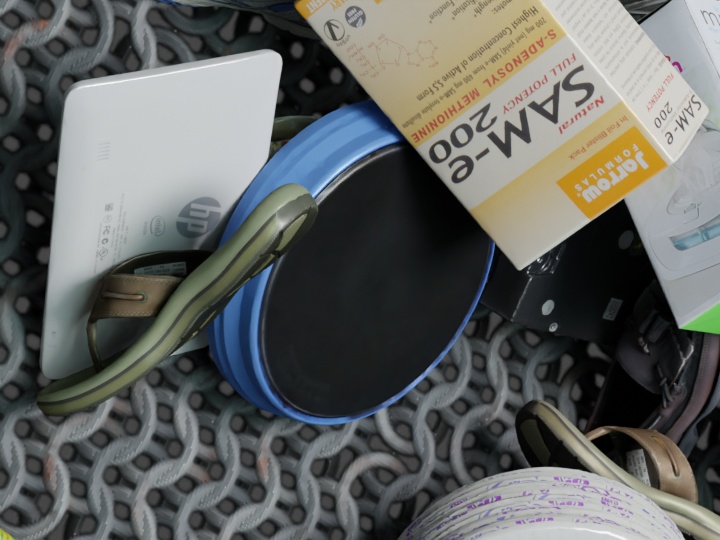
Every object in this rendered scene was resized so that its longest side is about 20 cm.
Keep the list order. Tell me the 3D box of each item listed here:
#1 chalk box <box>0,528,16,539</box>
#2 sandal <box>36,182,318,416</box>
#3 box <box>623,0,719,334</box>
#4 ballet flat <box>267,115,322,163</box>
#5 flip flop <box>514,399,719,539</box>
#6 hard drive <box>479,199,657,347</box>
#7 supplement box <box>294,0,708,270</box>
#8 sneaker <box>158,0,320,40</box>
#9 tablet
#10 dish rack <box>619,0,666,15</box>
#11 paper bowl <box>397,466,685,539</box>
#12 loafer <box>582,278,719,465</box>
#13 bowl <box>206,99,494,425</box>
[{"bbox_3d":[-0.280,0.198,1.363,0.124,0.125,0.200,42,67,-25],"label":"chalk box"},{"bbox_3d":[-0.105,0.010,1.451,0.057,0.201,0.080,48,22,1],"label":"sandal"},{"bbox_3d":[0.244,-0.056,1.565,0.200,0.097,0.177,7,54,-49],"label":"box"},{"bbox_3d":[-0.064,-0.056,1.548,0.200,0.076,0.064,-9,62,-33],"label":"ballet flat"},{"bbox_3d":[0.183,0.133,1.633,0.200,0.081,0.058,29,72,-6],"label":"flip flop"},{"bbox_3d":[0.172,-0.021,1.654,0.200,0.038,0.140,13,105,-46],"label":"hard drive"},{"bbox_3d":[0.078,-0.118,1.473,0.200,0.126,0.074,49,35,-6],"label":"supplement box"},{"bbox_3d":[-0.035,-0.178,1.550,0.200,0.085,0.077,-1,89,-33],"label":"sneaker"},{"bbox_3d":[-0.111,-0.029,1.469,0.130,0.014,0.200,-12,133,-27],"label":"tablet"},{"bbox_3d":[0.161,-0.223,1.607,0.054,0.200,0.154,-9,96,7],"label":"dish rack"},{"bbox_3d":[0.107,0.207,1.589,0.200,0.104,0.201,-1,119,-1],"label":"paper bowl"},{"bbox_3d":[0.181,0.066,1.637,0.063,0.200,0.072,-10,54,-15],"label":"loafer"},{"bbox_3d":[0.000,0.000,1.542,0.201,0.039,0.201,-25,131,-32],"label":"bowl"}]
